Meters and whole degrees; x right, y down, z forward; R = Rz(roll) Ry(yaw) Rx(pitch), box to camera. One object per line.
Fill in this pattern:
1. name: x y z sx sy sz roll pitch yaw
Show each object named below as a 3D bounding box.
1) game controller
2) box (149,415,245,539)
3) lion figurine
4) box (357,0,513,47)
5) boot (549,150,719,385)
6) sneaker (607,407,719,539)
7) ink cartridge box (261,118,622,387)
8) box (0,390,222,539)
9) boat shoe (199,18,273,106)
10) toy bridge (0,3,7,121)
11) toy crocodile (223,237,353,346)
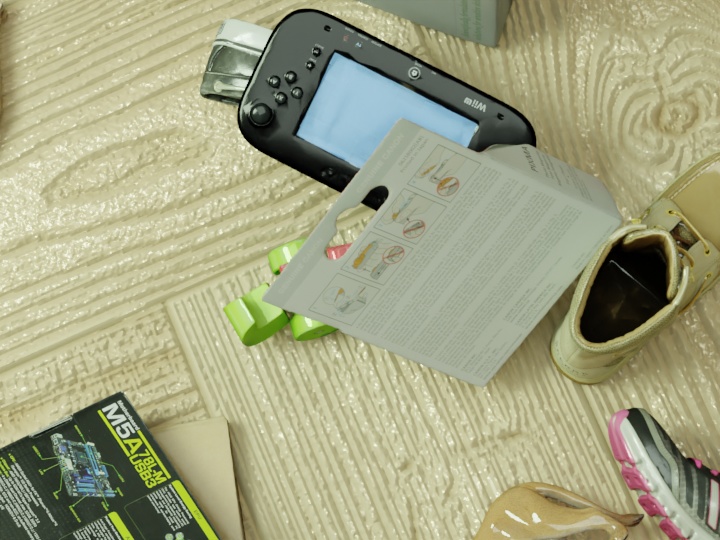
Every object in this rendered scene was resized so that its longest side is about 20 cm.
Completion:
1. game controller: 0.018 -0.096 1.339 0.199 0.042 0.105 26 105 -2
2. box: -0.177 0.199 1.369 0.198 0.021 0.165 -10 79 2
3. lion figurine: 0.090 0.205 1.338 0.122 0.073 0.200 37 69 21
4. box: 0.032 -0.287 1.354 0.198 0.199 0.173 21 81 7
5. boot: 0.206 -0.013 1.318 0.073 0.156 0.200 44 85 9
6. sneaker: 0.252 0.160 1.329 0.087 0.074 0.200 -41 85 -4
7. ink cartridge box: 0.052 -0.019 1.294 0.199 0.057 0.163 24 117 -30
8. box: -0.186 0.201 1.284 0.192 0.048 0.201 -24 67 -33
9. boat shoe: -0.017 -0.118 1.397 0.198 0.071 0.064 18 81 14
10. toy bridge: -0.300 -0.102 1.427 0.067 0.027 0.202 21 82 5
11. toy crocodile: 0.000 0.000 1.375 0.198 0.062 0.068 -18 79 -1
